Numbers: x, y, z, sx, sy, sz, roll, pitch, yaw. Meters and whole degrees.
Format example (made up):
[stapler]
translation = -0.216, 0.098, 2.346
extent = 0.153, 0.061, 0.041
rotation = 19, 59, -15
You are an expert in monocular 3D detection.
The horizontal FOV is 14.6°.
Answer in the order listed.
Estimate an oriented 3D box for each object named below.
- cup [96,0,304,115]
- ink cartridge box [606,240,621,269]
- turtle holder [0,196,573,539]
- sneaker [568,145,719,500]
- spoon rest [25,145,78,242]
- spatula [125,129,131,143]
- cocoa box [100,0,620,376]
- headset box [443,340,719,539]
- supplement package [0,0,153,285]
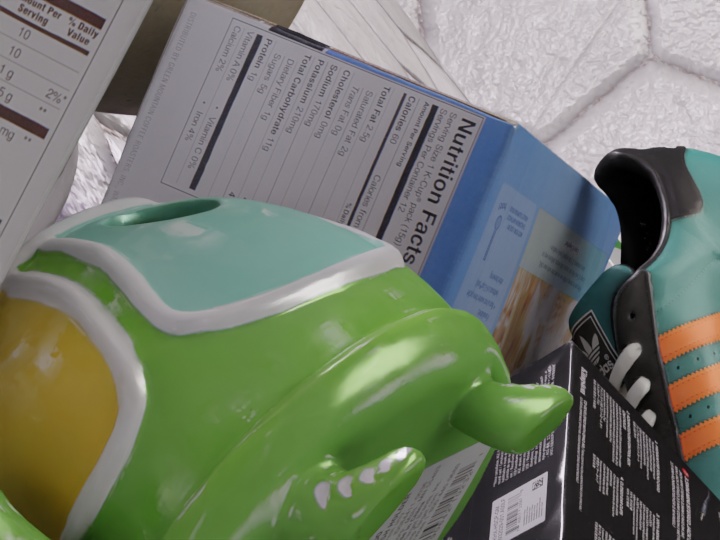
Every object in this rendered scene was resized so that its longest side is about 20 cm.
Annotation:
[cup]
translation = -0.128, -0.155, 1.026
extent = 0.143, 0.200, 0.201
rotation = -7, 56, -53
[ink cartridge box]
translation = 0.099, 0.076, 1.345
extent = 0.200, 0.146, 0.083
rotation = 53, 10, 12
[turtle holder]
translation = -0.050, 0.057, 0.735
extent = 0.132, 0.185, 0.141
rotation = 40, -31, 20
[sneaker]
translation = 0.107, 0.047, 0.998
extent = 0.079, 0.071, 0.201
rotation = 16, 60, -15
[spoon rest]
translation = -0.159, -0.089, 0.927
extent = 0.200, 0.061, 0.100
rotation = 48, 9, -34
[spatula]
translation = -0.082, -0.054, 1.177
extent = 0.020, 0.057, 0.200
rotation = 20, -1, -13
[cocoa box]
translation = 0.000, 0.000, 1.028
extent = 0.131, 0.134, 0.200
rotation = 22, -1, 18
[headset box]
translation = 0.095, 0.145, 0.866
extent = 0.200, 0.077, 0.149
rotation = 47, 27, -24
[supplement package]
translation = -0.133, -0.096, 0.750
extent = 0.155, 0.111, 0.200
rotation = 27, 13, -9
